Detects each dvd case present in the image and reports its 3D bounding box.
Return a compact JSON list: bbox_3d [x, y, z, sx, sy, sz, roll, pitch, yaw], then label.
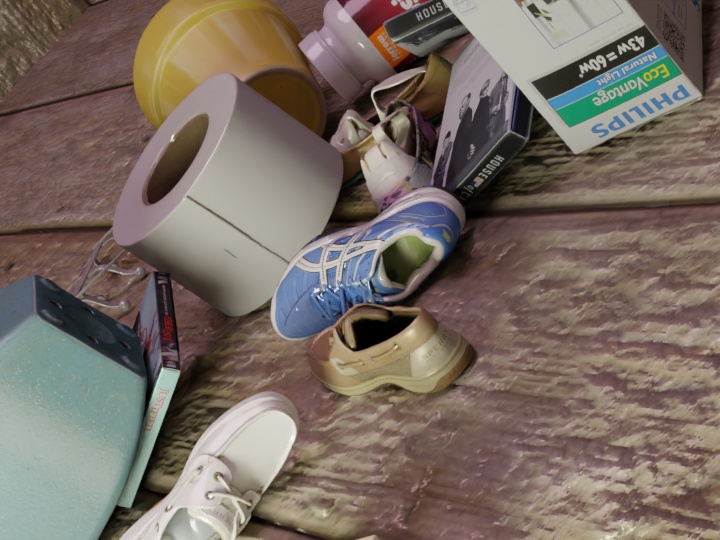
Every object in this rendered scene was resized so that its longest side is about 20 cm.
[{"bbox_3d":[0.112,-0.152,1.520,0.150,0.025,0.201,-48,23,49],"label":"dvd case"},{"bbox_3d":[-0.201,0.105,1.600,0.200,0.022,0.147,-110,39,-62],"label":"dvd case"},{"bbox_3d":[0.106,-0.254,1.675,0.150,0.025,0.200,-25,0,9],"label":"dvd case"}]

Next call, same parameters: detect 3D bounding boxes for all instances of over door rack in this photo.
[{"bbox_3d":[-0.264,-0.030,1.977,0.200,0.066,0.148,-54,13,33],"label":"over door rack"}]

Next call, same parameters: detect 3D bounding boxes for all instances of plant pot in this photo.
[{"bbox_3d":[-0.290,0.125,1.525,0.200,0.195,0.196,-54,20,9],"label":"plant pot"},{"bbox_3d":[-0.134,-0.200,1.947,0.201,0.201,0.189,-43,37,-1],"label":"plant pot"}]

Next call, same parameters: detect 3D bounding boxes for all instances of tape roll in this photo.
[{"bbox_3d":[-0.131,-0.074,1.707,0.203,0.139,0.203,-41,29,29],"label":"tape roll"}]

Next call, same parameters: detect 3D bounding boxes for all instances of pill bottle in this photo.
[{"bbox_3d":[0.034,-0.280,1.890,0.200,0.113,0.113,-41,21,6],"label":"pill bottle"}]

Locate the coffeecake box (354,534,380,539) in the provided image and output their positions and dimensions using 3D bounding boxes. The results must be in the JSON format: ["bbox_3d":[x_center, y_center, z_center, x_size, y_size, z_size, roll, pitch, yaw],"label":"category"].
[{"bbox_3d":[-0.056,0.274,1.064,0.153,0.073,0.200,-22,29,42],"label":"coffeecake box"}]

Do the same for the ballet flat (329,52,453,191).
[{"bbox_3d":[0.018,-0.151,1.744,0.200,0.063,0.069,-35,22,20],"label":"ballet flat"}]

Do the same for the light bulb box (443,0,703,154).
[{"bbox_3d":[0.176,-0.242,1.407,0.124,0.200,0.199,-24,38,31],"label":"light bulb box"}]

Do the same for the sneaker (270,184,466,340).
[{"bbox_3d":[0.000,0.000,1.474,0.200,0.076,0.077,-36,18,21],"label":"sneaker"}]

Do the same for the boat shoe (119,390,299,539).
[{"bbox_3d":[-0.114,0.185,1.345,0.200,0.071,0.069,-51,22,3],"label":"boat shoe"}]

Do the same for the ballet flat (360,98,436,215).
[{"bbox_3d":[0.035,-0.101,1.610,0.069,0.071,0.200,-33,24,21],"label":"ballet flat"}]

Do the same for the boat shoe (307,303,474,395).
[{"bbox_3d":[0.011,0.053,1.371,0.071,0.065,0.200,-53,24,-24],"label":"boat shoe"}]
